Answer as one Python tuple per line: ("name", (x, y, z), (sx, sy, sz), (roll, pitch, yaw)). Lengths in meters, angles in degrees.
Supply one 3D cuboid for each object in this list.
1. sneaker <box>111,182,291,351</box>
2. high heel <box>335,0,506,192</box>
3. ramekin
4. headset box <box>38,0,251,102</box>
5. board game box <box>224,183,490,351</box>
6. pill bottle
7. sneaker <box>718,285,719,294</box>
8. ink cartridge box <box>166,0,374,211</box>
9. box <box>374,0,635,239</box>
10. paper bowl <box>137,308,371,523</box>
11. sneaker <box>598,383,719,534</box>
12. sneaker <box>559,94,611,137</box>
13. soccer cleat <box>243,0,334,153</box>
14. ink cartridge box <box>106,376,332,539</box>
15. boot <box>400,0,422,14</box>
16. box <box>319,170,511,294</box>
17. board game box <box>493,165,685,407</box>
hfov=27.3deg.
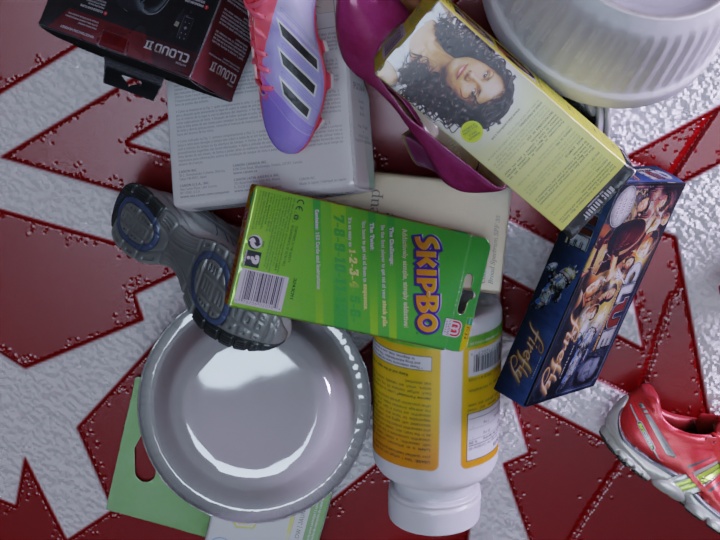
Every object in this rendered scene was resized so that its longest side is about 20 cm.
("sneaker", (-0.118, -0.009, 1.226), (0.200, 0.087, 0.075), (44, 118, 27))
("high heel", (0.049, -0.141, 1.133), (0.067, 0.096, 0.201), (-40, 129, -22))
("ramekin", (0.198, -0.233, 1.113), (0.199, 0.105, 0.201), (3, 71, -10))
("headset box", (-0.146, -0.233, 1.145), (0.148, 0.077, 0.201), (21, 91, 23))
("board game box", (0.000, 0.000, 1.163), (0.199, 0.030, 0.096), (12, 94, -14))
("pill bottle", (0.065, 0.121, 1.282), (0.110, 0.111, 0.201), (1, 108, 3))
("sneaker", (0.391, -0.024, 1.243), (0.199, 0.078, 0.083), (-25, 101, 1))
("ink cartridge box", (-0.076, -0.155, 1.185), (0.160, 0.050, 0.201), (-5, 85, 20))
("box", (0.107, -0.115, 1.101), (0.200, 0.050, 0.075), (37, 107, -15))
("paper bowl", (-0.090, 0.114, 1.259), (0.199, 0.104, 0.202), (0, 85, -3))
("sneaker", (0.308, 0.172, 1.305), (0.199, 0.077, 0.085), (34, 101, -8))
("sneaker", (0.173, -0.176, 1.180), (0.073, 0.116, 0.201), (-4, 106, 6))
("soccer cleat", (-0.062, -0.186, 1.097), (0.076, 0.067, 0.201), (-7, 111, -39))
("ink cartridge box", (-0.126, 0.192, 1.350), (0.199, 0.048, 0.146), (14, 108, -3))
("boot", (-0.014, -0.190, 1.207), (0.200, 0.077, 0.155), (37, 108, -11))
("box", (0.022, -0.037, 1.243), (0.199, 0.078, 0.096), (5, 93, 1))
("board game box", (0.192, 0.011, 1.230), (0.035, 0.135, 0.201), (31, 110, 28))
